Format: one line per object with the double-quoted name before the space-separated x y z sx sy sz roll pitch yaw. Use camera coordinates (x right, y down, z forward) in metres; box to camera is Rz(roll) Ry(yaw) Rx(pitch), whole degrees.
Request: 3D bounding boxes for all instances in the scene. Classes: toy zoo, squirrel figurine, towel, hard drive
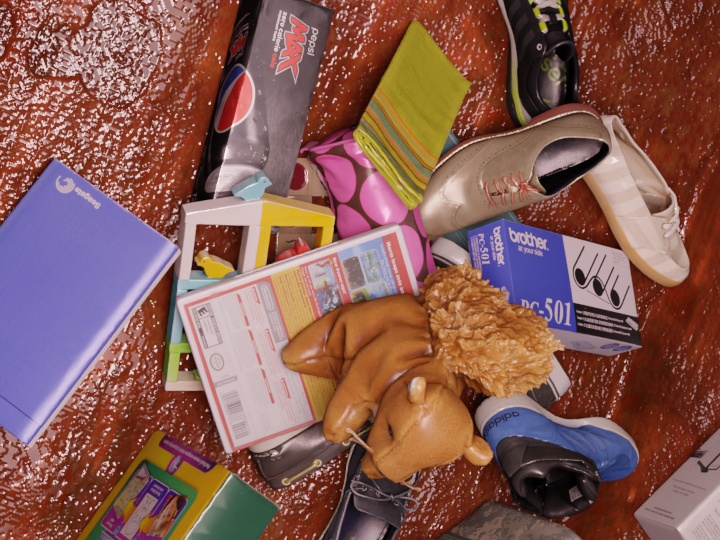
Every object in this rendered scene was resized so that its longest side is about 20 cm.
"toy zoo" -0.095 0.011 1.494 0.130 0.020 0.201 1 117 -19
"squirrel figurine" 0.058 0.083 1.409 0.200 0.187 0.142 -39 107 -1
"towel" 0.048 -0.140 1.524 0.086 0.018 0.200 51 35 -20
"hard drive" -0.259 0.025 1.435 0.132 0.025 0.200 35 79 10

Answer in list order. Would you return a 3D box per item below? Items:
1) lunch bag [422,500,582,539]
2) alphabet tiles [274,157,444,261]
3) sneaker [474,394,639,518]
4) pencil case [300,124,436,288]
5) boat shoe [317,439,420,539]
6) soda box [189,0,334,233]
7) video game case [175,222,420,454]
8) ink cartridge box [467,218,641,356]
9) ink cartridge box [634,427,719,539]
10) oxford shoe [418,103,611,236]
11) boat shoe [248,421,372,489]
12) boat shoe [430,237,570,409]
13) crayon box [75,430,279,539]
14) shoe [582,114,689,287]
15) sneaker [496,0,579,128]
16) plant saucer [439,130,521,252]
"lunch bag" 0.114 0.309 1.559 0.167 0.200 0.140 -32 106 -19
"alphabet tiles" 0.000 0.000 1.588 0.166 0.008 0.201 0 95 -24
"sneaker" 0.195 0.185 1.610 0.199 0.112 0.077 26 121 -39
"pencil case" 0.013 -0.027 1.543 0.091 0.093 0.201 -35 114 -64
"boat shoe" 0.014 0.208 1.582 0.074 0.062 0.201 29 82 -21
"soda box" -0.086 -0.136 1.509 0.070 0.063 0.201 14 88 -24
"video game case" -0.042 0.057 1.490 0.199 0.017 0.144 -19 105 -7
"ink cartridge box" 0.178 0.018 1.589 0.199 0.044 0.095 11 66 -48
"ink cartridge box" 0.392 0.232 1.735 0.200 0.084 0.146 -41 108 -16
"oxford shoe" 0.129 -0.084 1.554 0.199 0.075 0.071 -30 112 4
"boat shoe" -0.005 0.124 1.559 0.200 0.072 0.061 -26 109 -7
"boat shoe" 0.118 0.058 1.609 0.064 0.071 0.200 -44 112 -14
"crayon box" -0.168 0.230 1.429 0.058 0.200 0.173 38 80 -22
"shoe" 0.261 -0.065 1.652 0.200 0.053 0.070 52 38 -23
"sneaker" 0.175 -0.218 1.603 0.071 0.083 0.201 -11 99 -22
"plant saucer" 0.111 -0.044 1.622 0.070 0.019 0.200 -45 111 -16
